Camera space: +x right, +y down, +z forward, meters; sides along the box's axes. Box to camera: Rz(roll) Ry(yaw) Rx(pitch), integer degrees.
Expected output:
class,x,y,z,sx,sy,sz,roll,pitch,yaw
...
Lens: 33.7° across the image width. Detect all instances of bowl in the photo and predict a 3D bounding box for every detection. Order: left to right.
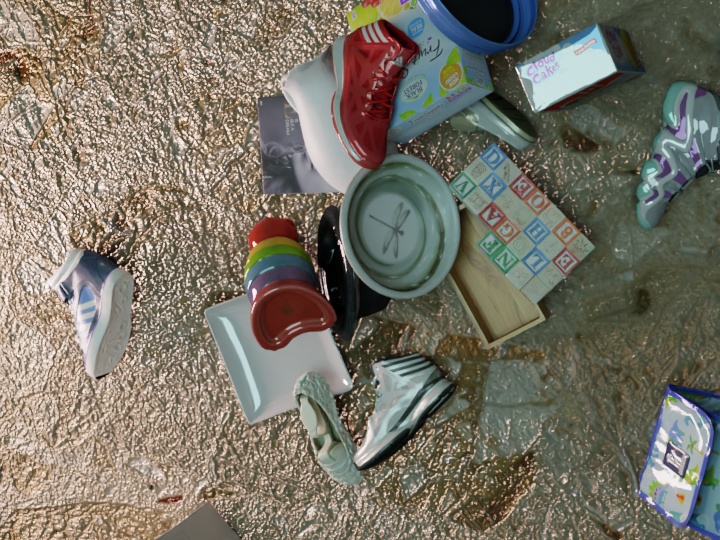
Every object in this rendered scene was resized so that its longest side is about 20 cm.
class,x,y,z,sx,sy,sz,roll,pitch,yaw
bowl,0.147,-0.376,1.571,0.039,0.201,0.201,-33,85,48

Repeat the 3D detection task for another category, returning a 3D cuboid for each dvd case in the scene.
class,x,y,z,sx,sy,sz,roll,pitch,yaw
dvd case,-0.060,-0.190,1.780,0.200,0.016,0.149,0,99,22

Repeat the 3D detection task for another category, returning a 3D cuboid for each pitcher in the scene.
class,x,y,z,sx,sy,sz,roll,pitch,yaw
pitcher,-0.039,-0.207,1.703,0.121,0.172,0.200,-35,101,-15

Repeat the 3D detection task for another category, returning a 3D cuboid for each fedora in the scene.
class,x,y,z,sx,sy,sz,roll,pitch,yaw
fedora,0.000,0.000,1.730,0.092,0.201,0.201,-9,97,-15

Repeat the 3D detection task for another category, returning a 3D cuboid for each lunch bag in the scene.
class,x,y,z,sx,sy,sz,roll,pitch,yaw
lunch bag,0.480,0.261,1.580,0.200,0.127,0.170,22,109,31

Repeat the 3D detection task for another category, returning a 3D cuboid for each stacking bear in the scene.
class,x,y,z,sx,sy,sz,roll,pitch,yaw
stacking bear,-0.120,0.000,1.757,0.121,0.200,0.114,-23,131,6

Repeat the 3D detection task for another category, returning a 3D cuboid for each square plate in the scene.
class,x,y,z,sx,sy,sz,roll,pitch,yaw
square plate,-0.126,0.120,1.854,0.200,0.028,0.198,-21,91,24

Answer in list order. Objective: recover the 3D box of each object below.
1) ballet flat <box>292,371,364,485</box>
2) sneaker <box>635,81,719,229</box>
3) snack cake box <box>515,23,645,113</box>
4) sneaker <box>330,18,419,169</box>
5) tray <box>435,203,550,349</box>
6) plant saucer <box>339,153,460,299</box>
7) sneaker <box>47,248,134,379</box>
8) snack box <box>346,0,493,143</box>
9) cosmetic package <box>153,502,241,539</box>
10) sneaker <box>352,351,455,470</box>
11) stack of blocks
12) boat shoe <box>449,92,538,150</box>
class,x,y,z,sx,sy,sz,roll,pitch,yaw
ballet flat,-0.057,0.251,1.808,0.072,0.072,0.200,-17,104,24
sneaker,0.445,-0.136,1.545,0.140,0.078,0.200,18,106,20
snack cake box,0.285,-0.257,1.524,0.115,0.200,0.067,-24,89,24
sneaker,0.023,-0.242,1.573,0.115,0.078,0.200,-25,71,43
tray,0.179,0.001,1.703,0.099,0.037,0.200,-30,86,24
plant saucer,0.047,-0.060,1.646,0.050,0.200,0.200,-5,98,56
sneaker,-0.455,0.062,1.960,0.146,0.081,0.200,24,111,26
snack box,0.078,-0.300,1.625,0.169,0.068,0.200,-28,68,38
cosmetic package,-0.310,0.504,1.901,0.123,0.200,0.199,47,113,6
sneaker,0.039,0.201,1.785,0.201,0.076,0.115,-47,71,14
stack of blocks,0.210,-0.064,1.636,0.115,0.059,0.200,-43,88,3
boat shoe,0.158,-0.222,1.657,0.200,0.075,0.068,42,113,22
